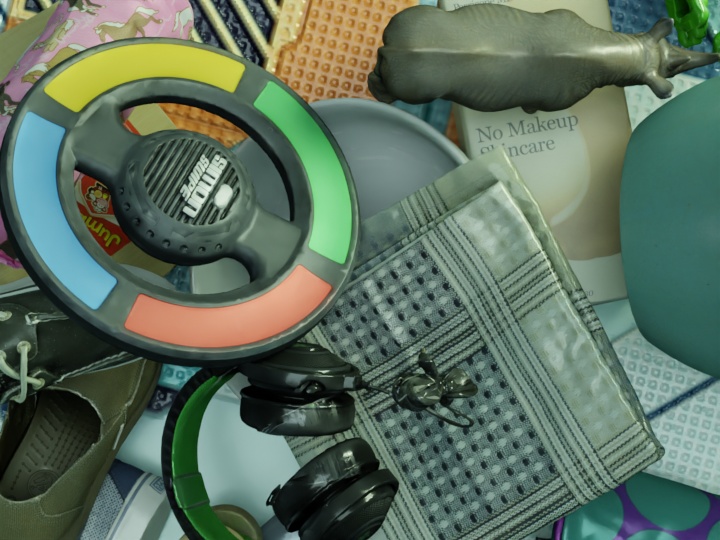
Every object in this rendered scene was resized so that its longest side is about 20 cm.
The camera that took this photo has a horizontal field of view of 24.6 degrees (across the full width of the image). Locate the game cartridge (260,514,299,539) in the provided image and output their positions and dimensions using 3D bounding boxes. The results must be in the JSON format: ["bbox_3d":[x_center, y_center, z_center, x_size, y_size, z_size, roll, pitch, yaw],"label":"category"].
[{"bbox_3d":[0.028,0.213,1.017,0.133,0.040,0.200,-42,88,3],"label":"game cartridge"}]

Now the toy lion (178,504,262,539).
[{"bbox_3d":[-0.036,0.259,0.975,0.200,0.069,0.192,19,97,2],"label":"toy lion"}]

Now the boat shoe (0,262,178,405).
[{"bbox_3d":[-0.196,0.046,0.917,0.200,0.064,0.071,-9,129,9],"label":"boat shoe"}]

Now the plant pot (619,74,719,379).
[{"bbox_3d":[0.233,-0.025,0.897,0.161,0.201,0.201,-2,89,24],"label":"plant pot"}]

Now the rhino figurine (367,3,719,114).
[{"bbox_3d":[0.102,-0.117,0.924,0.200,0.087,0.060,1,90,3],"label":"rhino figurine"}]

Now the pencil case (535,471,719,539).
[{"bbox_3d":[0.208,0.179,0.990,0.200,0.085,0.093,14,73,1],"label":"pencil case"}]

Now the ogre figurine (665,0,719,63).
[{"bbox_3d":[0.218,-0.205,0.984,0.120,0.200,0.098,-21,128,-13],"label":"ogre figurine"}]

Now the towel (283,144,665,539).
[{"bbox_3d":[0.040,0.059,0.906,0.192,0.035,0.200,-32,75,21],"label":"towel"}]

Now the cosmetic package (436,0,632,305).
[{"bbox_3d":[0.112,-0.075,1.003,0.105,0.071,0.200,-12,89,1],"label":"cosmetic package"}]

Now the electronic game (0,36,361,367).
[{"bbox_3d":[-0.094,-0.041,0.887,0.200,0.042,0.200,11,58,-18],"label":"electronic game"}]

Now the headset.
[{"bbox_3d":[-0.029,0.092,0.871,0.200,0.094,0.124,-24,81,28],"label":"headset"}]

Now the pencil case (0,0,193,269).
[{"bbox_3d":[-0.170,-0.096,0.959,0.083,0.086,0.200,43,57,-26],"label":"pencil case"}]

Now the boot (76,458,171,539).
[{"bbox_3d":[-0.196,0.202,1.008,0.090,0.073,0.200,25,81,8],"label":"boot"}]

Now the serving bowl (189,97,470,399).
[{"bbox_3d":[0.000,0.000,0.981,0.200,0.066,0.200,0,90,26],"label":"serving bowl"}]

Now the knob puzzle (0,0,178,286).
[{"bbox_3d":[-0.199,-0.046,0.994,0.219,0.030,0.220,8,66,-20],"label":"knob puzzle"}]

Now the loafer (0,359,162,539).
[{"bbox_3d":[-0.166,0.075,0.978,0.076,0.067,0.200,13,64,2],"label":"loafer"}]
